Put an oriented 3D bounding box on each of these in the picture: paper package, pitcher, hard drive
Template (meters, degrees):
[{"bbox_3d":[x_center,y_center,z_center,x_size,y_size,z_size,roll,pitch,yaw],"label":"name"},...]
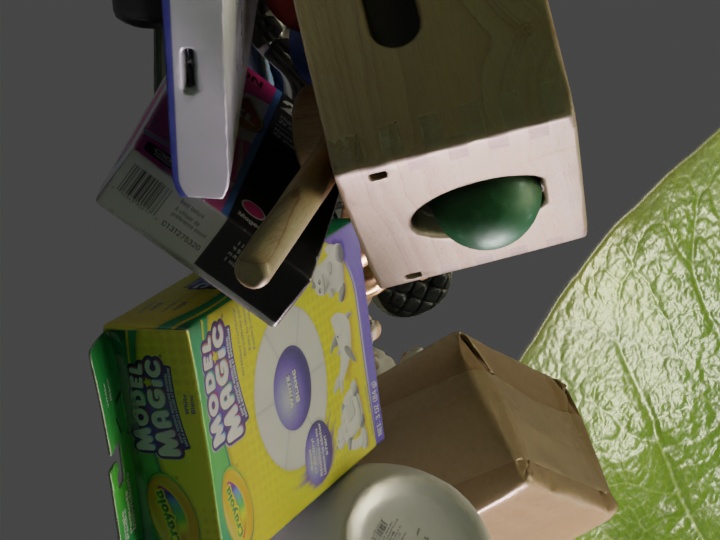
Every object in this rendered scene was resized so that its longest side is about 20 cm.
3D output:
[{"bbox_3d":[0.027,0.136,1.311,0.104,0.199,0.190,65,15,21],"label":"paper package"},{"bbox_3d":[-0.021,0.194,1.093,0.200,0.121,0.172,-48,-164,52],"label":"pitcher"},{"bbox_3d":[-0.058,-0.147,0.929,0.201,0.025,0.132,-85,177,-46],"label":"hard drive"}]

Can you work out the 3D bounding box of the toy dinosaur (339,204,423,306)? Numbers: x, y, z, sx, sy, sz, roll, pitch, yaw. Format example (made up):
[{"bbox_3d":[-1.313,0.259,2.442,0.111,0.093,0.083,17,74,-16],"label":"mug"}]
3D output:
[{"bbox_3d":[0.000,0.000,1.132,0.060,0.106,0.201,44,-41,30],"label":"toy dinosaur"}]

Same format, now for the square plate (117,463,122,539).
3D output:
[{"bbox_3d":[-0.096,0.129,1.088,0.200,0.028,0.200,85,8,-75],"label":"square plate"}]

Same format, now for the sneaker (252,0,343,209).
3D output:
[{"bbox_3d":[-0.014,-0.115,1.152,0.089,0.078,0.201,-89,168,-46],"label":"sneaker"}]

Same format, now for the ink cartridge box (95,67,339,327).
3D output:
[{"bbox_3d":[-0.054,-0.053,1.010,0.037,0.094,0.200,-51,-170,21],"label":"ink cartridge box"}]

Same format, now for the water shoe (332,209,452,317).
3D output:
[{"bbox_3d":[-0.002,-0.066,1.321,0.079,0.071,0.201,-132,-156,-60],"label":"water shoe"}]

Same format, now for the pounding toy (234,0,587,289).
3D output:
[{"bbox_3d":[0.013,-0.077,0.940,0.184,0.141,0.201,66,11,-71],"label":"pounding toy"}]

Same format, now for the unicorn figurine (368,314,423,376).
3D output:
[{"bbox_3d":[-0.014,0.076,1.387,0.201,0.074,0.137,-64,174,20],"label":"unicorn figurine"}]

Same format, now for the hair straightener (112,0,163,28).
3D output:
[{"bbox_3d":[-0.084,-0.176,0.889,0.201,0.041,0.077,98,-2,-45],"label":"hair straightener"}]

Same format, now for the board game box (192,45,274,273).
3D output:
[{"bbox_3d":[-0.058,-0.037,1.196,0.200,0.041,0.201,61,22,-74],"label":"board game box"}]

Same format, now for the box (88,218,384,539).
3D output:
[{"bbox_3d":[-0.054,0.056,0.998,0.200,0.048,0.118,-34,120,-58],"label":"box"}]
